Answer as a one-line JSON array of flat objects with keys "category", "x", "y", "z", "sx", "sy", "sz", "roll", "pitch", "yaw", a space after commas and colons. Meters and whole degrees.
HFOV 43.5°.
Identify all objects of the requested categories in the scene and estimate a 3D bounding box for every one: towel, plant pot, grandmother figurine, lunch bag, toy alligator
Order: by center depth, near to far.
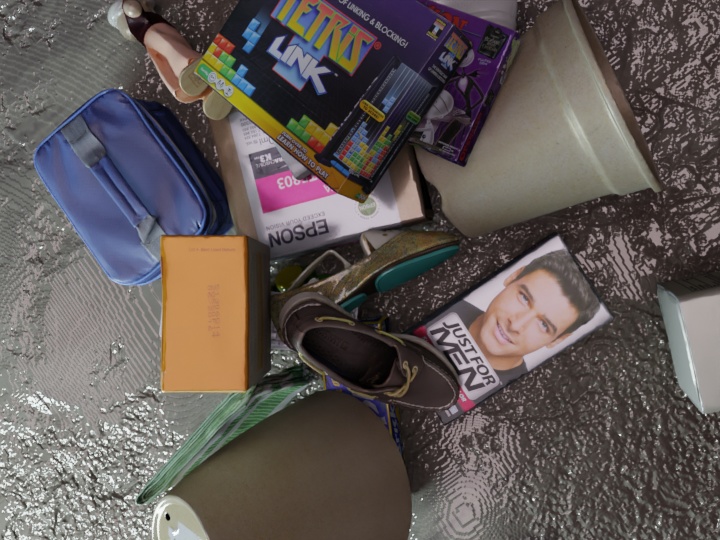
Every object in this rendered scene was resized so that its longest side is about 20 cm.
[{"category": "plant pot", "x": -0.084, "y": 0.226, "z": 0.838, "sx": 0.186, "sy": 0.199, "sz": 0.190, "roll": 9, "pitch": 103, "yaw": 42}, {"category": "plant pot", "x": 0.155, "y": -0.127, "z": 0.844, "sx": 0.182, "sy": 0.200, "sz": 0.202, "roll": -26, "pitch": 89, "yaw": 22}, {"category": "towel", "x": -0.125, "y": 0.158, "z": 0.894, "sx": 0.023, "sy": 0.200, "sz": 0.153, "roll": 45, "pitch": 100, "yaw": 10}, {"category": "grandmother figurine", "x": -0.202, "y": -0.230, "z": 0.914, "sx": 0.060, "sy": 0.122, "sz": 0.200, "roll": -40, "pitch": 50, "yaw": -8}, {"category": "lunch bag", "x": -0.229, "y": -0.077, "z": 0.932, "sx": 0.136, "sy": 0.132, "sz": 0.201, "roll": -38, "pitch": 86, "yaw": 10}, {"category": "toy alligator", "x": -0.107, "y": 0.040, "z": 0.955, "sx": 0.198, "sy": 0.054, "sz": 0.060, "roll": -26, "pitch": 125, "yaw": 8}]

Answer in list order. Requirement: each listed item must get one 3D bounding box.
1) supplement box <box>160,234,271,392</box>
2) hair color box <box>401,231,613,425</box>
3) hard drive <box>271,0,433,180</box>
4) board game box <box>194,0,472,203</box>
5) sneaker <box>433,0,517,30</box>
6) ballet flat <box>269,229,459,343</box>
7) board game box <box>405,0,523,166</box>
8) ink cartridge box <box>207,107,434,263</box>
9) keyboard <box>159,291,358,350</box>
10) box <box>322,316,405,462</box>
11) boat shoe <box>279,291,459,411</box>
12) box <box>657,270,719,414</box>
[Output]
[{"category": "supplement box", "x": -0.124, "y": 0.036, "z": 0.802, "sx": 0.073, "sy": 0.200, "sz": 0.128, "roll": -1, "pitch": 88, "yaw": 0}, {"category": "hair color box", "x": 0.141, "y": 0.058, "z": 0.911, "sx": 0.199, "sy": 0.061, "sz": 0.099, "roll": -35, "pitch": 88, "yaw": 10}, {"category": "hard drive", "x": -0.012, "y": -0.197, "z": 0.864, "sx": 0.199, "sy": 0.027, "sz": 0.133, "roll": -32, "pitch": 84, "yaw": 11}, {"category": "board game box", "x": -0.029, "y": -0.184, "z": 0.786, "sx": 0.200, "sy": 0.057, "sz": 0.166, "roll": 40, "pitch": 102, "yaw": 25}, {"category": "sneaker", "x": 0.059, "y": -0.261, "z": 0.908, "sx": 0.198, "sy": 0.075, "sz": 0.090, "roll": 2, "pitch": 74, "yaw": 13}, {"category": "ballet flat", "x": 0.000, "y": 0.000, "z": 0.870, "sx": 0.199, "sy": 0.071, "sz": 0.071, "roll": -31, "pitch": 88, "yaw": -4}, {"category": "board game box", "x": 0.031, "y": -0.185, "z": 0.803, "sx": 0.199, "sy": 0.032, "sz": 0.121, "roll": 27, "pitch": 91, "yaw": 26}, {"category": "ink cartridge box", "x": -0.040, "y": -0.107, "z": 0.925, "sx": 0.198, "sy": 0.075, "sz": 0.167, "roll": -15, "pitch": 90, "yaw": 10}, {"category": "keyboard", "x": -0.102, "y": 0.048, "z": 0.904, "sx": 0.198, "sy": 0.011, "sz": 0.057, "roll": 5, "pitch": 95, "yaw": 3}, {"category": "box", "x": 0.004, "y": 0.152, "z": 0.940, "sx": 0.069, "sy": 0.064, "sz": 0.202, "roll": -6, "pitch": 92, "yaw": 10}, {"category": "boat shoe", "x": 0.016, "y": 0.087, "z": 0.836, "sx": 0.199, "sy": 0.060, "sz": 0.072, "roll": 30, "pitch": 101, "yaw": -24}, {"category": "box", "x": 0.391, "y": 0.049, "z": 0.831, "sx": 0.198, "sy": 0.128, "sz": 0.110, "roll": -14, "pitch": 92, "yaw": 12}]
